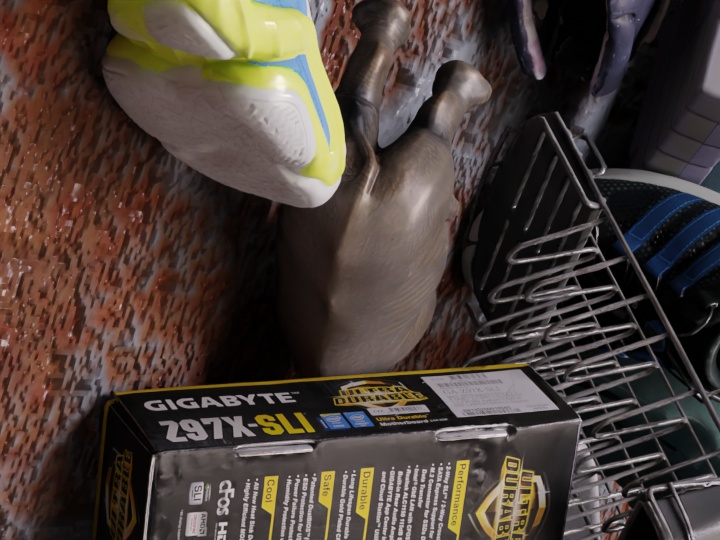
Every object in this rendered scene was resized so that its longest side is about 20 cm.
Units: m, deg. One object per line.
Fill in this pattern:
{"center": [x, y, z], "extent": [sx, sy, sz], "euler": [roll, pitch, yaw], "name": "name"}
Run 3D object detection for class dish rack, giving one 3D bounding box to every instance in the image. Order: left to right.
{"center": [0.076, 0.050, 0.997], "extent": [0.054, 0.201, 0.154], "euler": [-14, 153, -21], "name": "dish rack"}

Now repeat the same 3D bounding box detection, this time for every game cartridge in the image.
{"center": [0.156, -0.132, 1.107], "extent": [0.130, 0.038, 0.201], "euler": [129, -21, -68], "name": "game cartridge"}

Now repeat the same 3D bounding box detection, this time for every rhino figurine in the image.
{"center": [0.000, 0.000, 0.950], "extent": [0.200, 0.059, 0.088], "euler": [99, 10, -58], "name": "rhino figurine"}

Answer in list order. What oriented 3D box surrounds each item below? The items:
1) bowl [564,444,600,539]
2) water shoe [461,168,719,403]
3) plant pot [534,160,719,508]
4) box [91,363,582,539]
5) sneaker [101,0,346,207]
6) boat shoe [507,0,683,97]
{"center": [0.020, 0.174, 1.115], "extent": [0.200, 0.074, 0.201], "euler": [-47, 148, -40], "name": "bowl"}
{"center": [0.130, 0.010, 1.062], "extent": [0.079, 0.199, 0.072], "euler": [-52, 147, -61], "name": "water shoe"}
{"center": [0.179, 0.010, 1.198], "extent": [0.196, 0.200, 0.201], "euler": [-52, 151, -16], "name": "plant pot"}
{"center": [-0.016, 0.136, 0.941], "extent": [0.159, 0.049, 0.201], "euler": [-4, 114, -26], "name": "box"}
{"center": [-0.035, -0.100, 0.794], "extent": [0.105, 0.075, 0.200], "euler": [-62, 153, -17], "name": "sneaker"}
{"center": [0.099, -0.158, 1.020], "extent": [0.093, 0.074, 0.201], "euler": [-57, 154, -42], "name": "boat shoe"}
